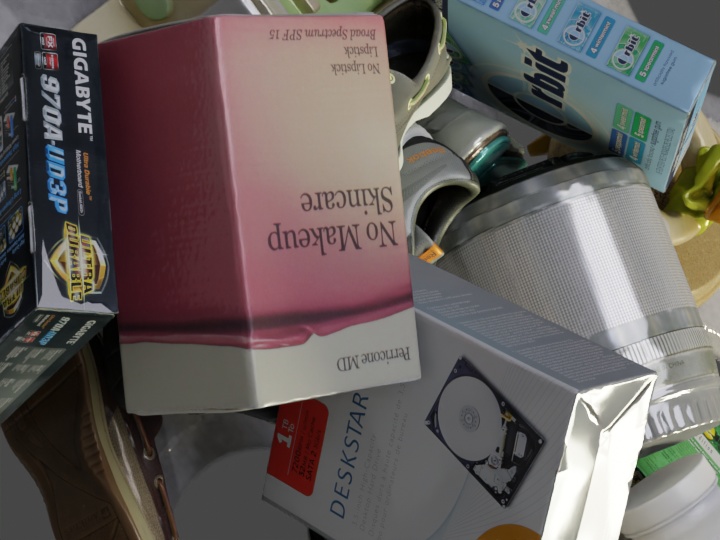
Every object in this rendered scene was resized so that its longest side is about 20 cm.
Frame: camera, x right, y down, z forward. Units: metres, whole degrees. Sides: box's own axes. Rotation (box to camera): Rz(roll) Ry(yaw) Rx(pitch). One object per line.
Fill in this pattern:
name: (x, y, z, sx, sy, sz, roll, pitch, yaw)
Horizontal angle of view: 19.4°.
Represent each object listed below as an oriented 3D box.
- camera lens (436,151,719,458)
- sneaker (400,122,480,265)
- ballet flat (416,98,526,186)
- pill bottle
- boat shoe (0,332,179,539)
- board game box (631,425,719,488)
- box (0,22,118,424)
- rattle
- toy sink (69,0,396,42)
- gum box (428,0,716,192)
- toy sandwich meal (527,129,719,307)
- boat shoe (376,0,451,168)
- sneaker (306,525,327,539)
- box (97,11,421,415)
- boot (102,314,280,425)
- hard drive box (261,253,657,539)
camera lens: (0.144, 0.032, 1.418, 0.160, 0.160, 0.201, -9, 75, -44)
sneaker: (0.000, 0.000, 1.315, 0.200, 0.079, 0.074, -57, 149, -6)
ballet flat: (0.068, -0.085, 1.441, 0.070, 0.069, 0.200, 65, 10, 5)
pill bottle: (0.258, 0.230, 1.450, 0.112, 0.112, 0.200, -35, 94, -46)
boat shoe: (-0.150, 0.093, 1.199, 0.072, 0.072, 0.201, -8, 72, -60)
board game box: (0.271, 0.180, 1.552, 0.200, 0.023, 0.105, 50, 47, -11)
box: (-0.191, -0.015, 1.117, 0.046, 0.200, 0.160, 6, 64, -29)
rattle: (0.213, -0.115, 1.490, 0.130, 0.143, 0.201, -23, 96, -17)
toy sink: (-0.072, -0.166, 1.365, 0.131, 0.112, 0.200, 52, 45, -7)
gum box: (0.130, -0.137, 1.399, 0.200, 0.170, 0.045, 27, 78, 10)
toy sandwich meal: (0.209, -0.054, 1.593, 0.205, 0.070, 0.206, 10, 72, -31)
boat shoe: (0.003, -0.105, 1.286, 0.202, 0.072, 0.060, -54, 148, -52)
sneaker: (0.005, 0.137, 1.300, 0.082, 0.075, 0.201, 20, 57, -35)
box: (-0.055, -0.030, 1.112, 0.128, 0.109, 0.201, -8, 91, -45)
boot: (-0.075, -0.007, 1.226, 0.154, 0.073, 0.204, 19, 69, -49)
hard drive box: (0.051, 0.095, 1.170, 0.077, 0.200, 0.156, -8, 116, -46)
